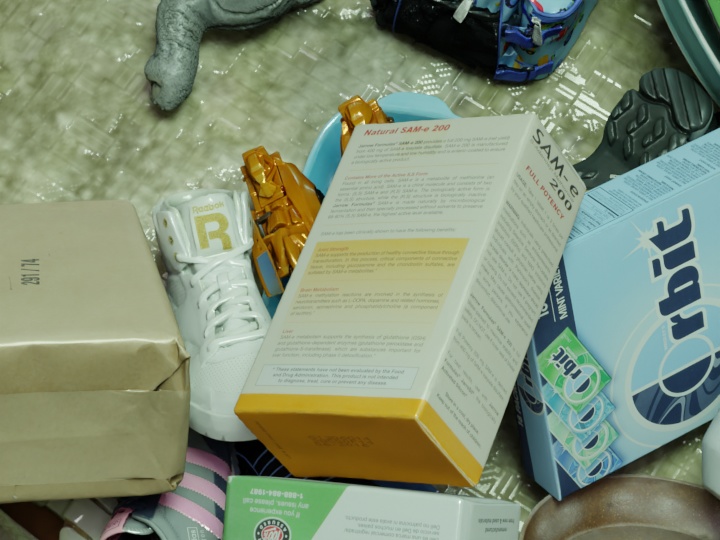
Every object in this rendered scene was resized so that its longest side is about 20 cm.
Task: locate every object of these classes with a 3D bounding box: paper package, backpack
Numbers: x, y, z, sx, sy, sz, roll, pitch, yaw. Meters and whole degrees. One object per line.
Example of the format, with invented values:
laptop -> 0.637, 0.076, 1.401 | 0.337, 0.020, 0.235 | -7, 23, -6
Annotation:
paper package -> -0.206, 0.045, 1.347 | 0.190, 0.104, 0.200 | -2, 25, -13
backpack -> 0.102, -0.237, 1.483 | 0.134, 0.200, 0.183 | 28, 70, 8

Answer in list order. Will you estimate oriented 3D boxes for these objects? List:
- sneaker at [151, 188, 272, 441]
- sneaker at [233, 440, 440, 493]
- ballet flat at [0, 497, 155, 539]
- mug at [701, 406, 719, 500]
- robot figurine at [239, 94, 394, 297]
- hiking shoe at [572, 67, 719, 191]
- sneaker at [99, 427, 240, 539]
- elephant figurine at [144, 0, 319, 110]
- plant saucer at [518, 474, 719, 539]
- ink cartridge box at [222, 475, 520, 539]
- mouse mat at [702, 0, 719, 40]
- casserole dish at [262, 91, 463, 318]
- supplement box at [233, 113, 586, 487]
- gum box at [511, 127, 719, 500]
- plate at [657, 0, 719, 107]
sneaker -> -0.085, 0.016, 1.365 | 0.073, 0.200, 0.116 | -13, 113, -12
sneaker -> -0.036, 0.131, 1.379 | 0.200, 0.070, 0.078 | 25, 69, 38
ballet flat -> -0.185, 0.142, 1.399 | 0.200, 0.062, 0.068 | 31, 70, 9
mug -> 0.292, 0.099, 1.362 | 0.186, 0.149, 0.153 | 37, 89, 32
robot figurine -> 0.000, 0.000, 1.406 | 0.145, 0.058, 0.200 | -27, 59, 10
hiking shoe -> 0.152, -0.036, 1.476 | 0.200, 0.087, 0.074 | -40, 60, 8
sneaker -> -0.115, 0.137, 1.358 | 0.082, 0.070, 0.200 | 14, 40, -32
elephant figurine -> -0.067, -0.221, 1.523 | 0.141, 0.155, 0.201 | -5, 76, -51
plant saucer -> 0.186, 0.194, 1.366 | 0.199, 0.035, 0.200 | 10, 31, -6
ink cartridge box -> -0.001, 0.217, 1.264 | 0.145, 0.087, 0.201 | 3, 84, 25
mouse mat -> 0.211, -0.220, 1.477 | 0.008, 0.161, 0.201 | -24, 93, 22
casserole dish -> 0.013, -0.017, 1.467 | 0.121, 0.039, 0.201 | 10, 69, 22
supplement box -> 0.030, 0.015, 1.280 | 0.126, 0.074, 0.200 | 0, 54, 37
gum box -> 0.179, 0.021, 1.398 | 0.200, 0.170, 0.045 | -25, 35, -19
plate -> 0.223, -0.156, 1.479 | 0.026, 0.200, 0.201 | -28, 70, 21
